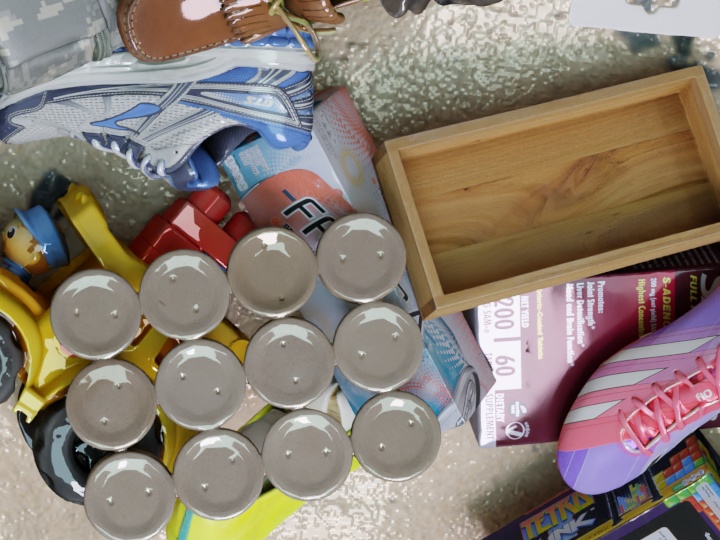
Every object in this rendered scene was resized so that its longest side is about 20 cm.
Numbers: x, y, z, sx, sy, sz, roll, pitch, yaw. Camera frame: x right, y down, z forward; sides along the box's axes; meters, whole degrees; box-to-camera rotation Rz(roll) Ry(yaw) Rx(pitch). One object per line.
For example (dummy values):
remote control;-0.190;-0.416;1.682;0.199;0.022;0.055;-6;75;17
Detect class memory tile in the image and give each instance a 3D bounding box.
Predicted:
memory tile;-0.063;0.056;1.311;0.199;0.017;0.154;-12;86;-5

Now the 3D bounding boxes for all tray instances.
tray;0.116;-0.045;1.372;0.199;0.037;0.099;-14;79;-18

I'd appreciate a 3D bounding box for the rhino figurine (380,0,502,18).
rhino figurine;0.070;-0.234;1.323;0.060;0.087;0.201;25;112;31

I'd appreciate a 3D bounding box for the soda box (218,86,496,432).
soda box;0.000;0.000;1.378;0.063;0.068;0.200;-24;100;26

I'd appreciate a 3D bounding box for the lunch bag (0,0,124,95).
lunch bag;-0.161;-0.210;1.273;0.167;0.139;0.201;-25;116;-15

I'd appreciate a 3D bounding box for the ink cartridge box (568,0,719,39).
ink cartridge box;0.152;-0.232;1.301;0.117;0.067;0.201;2;103;-34

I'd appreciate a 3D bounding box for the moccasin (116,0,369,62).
moccasin;-0.028;-0.155;1.241;0.201;0.078;0.074;-17;123;-11

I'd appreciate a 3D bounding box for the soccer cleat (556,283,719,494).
soccer cleat;0.193;0.062;1.383;0.200;0.077;0.067;-41;110;9

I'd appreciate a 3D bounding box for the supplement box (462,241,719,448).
supplement box;0.163;0.040;1.446;0.199;0.061;0.109;-5;112;-5

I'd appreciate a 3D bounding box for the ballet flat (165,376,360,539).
ballet flat;-0.038;0.096;1.384;0.067;0.200;0.067;27;136;25

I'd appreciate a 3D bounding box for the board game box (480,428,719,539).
board game box;0.185;0.206;1.486;0.165;0.057;0.200;-30;124;14

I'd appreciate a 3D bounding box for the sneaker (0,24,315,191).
sneaker;-0.115;-0.082;1.326;0.199;0.077;0.086;-9;93;24

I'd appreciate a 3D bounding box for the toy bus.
toy bus;-0.153;0.018;1.374;0.200;0.136;0.192;36;90;-15
